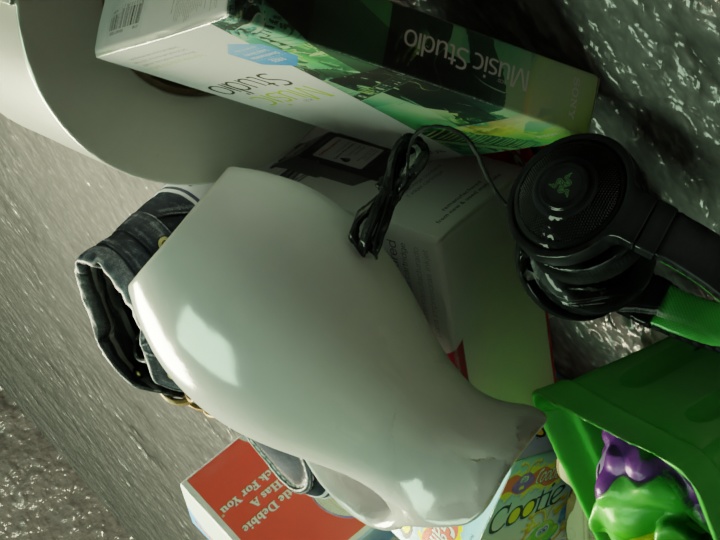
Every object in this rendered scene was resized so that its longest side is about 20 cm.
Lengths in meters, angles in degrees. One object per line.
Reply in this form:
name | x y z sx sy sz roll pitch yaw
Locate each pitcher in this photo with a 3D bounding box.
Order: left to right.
pitcher | -0.026 0.052 1.130 0.200 0.121 0.172 41 148 -5

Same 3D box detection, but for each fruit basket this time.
fruit basket | 0.152 0.161 1.110 0.155 0.215 0.216 29 151 53

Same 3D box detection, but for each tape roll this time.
tape roll | -0.112 -0.156 1.168 0.139 0.202 0.203 25 148 58

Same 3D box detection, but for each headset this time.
headset | 0.098 -0.007 1.051 0.200 0.094 0.124 28 168 15

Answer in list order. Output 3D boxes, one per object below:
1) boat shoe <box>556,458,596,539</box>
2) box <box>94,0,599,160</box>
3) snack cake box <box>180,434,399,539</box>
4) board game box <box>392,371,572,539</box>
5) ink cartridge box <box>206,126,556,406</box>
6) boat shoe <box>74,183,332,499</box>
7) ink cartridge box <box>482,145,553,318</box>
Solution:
boat shoe | 0.155 0.119 1.254 0.066 0.072 0.201 34 158 22
box | -0.008 -0.097 1.056 0.199 0.036 0.144 14 171 -29
snack cake box | -0.005 0.130 1.462 0.115 0.200 0.067 45 162 25
board game box | 0.042 0.085 1.350 0.200 0.105 0.103 42 124 32
ink cartridge box | 0.000 0.000 1.219 0.200 0.083 0.146 18 132 38
boat shoe | -0.081 0.055 1.207 0.071 0.091 0.201 -10 112 52
ink cartridge box | 0.060 -0.036 1.221 0.161 0.050 0.200 56 165 -12
